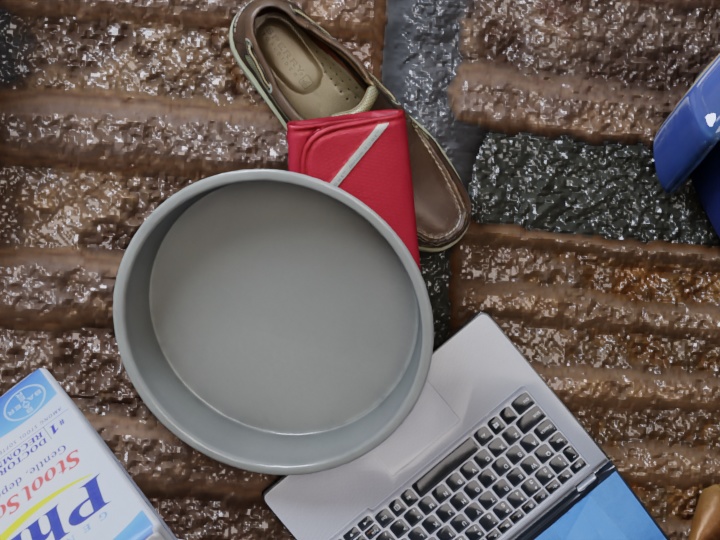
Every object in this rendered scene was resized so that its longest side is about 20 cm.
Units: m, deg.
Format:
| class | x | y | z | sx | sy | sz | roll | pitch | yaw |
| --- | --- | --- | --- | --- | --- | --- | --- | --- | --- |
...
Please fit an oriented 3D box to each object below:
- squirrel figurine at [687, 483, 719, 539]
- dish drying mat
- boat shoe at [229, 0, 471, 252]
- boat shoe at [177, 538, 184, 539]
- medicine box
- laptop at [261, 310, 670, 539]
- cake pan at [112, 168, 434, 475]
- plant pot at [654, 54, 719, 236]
| class | x | y | z | sx | sy | sz | roll | pitch | yaw |
| --- | --- | --- | --- | --- | --- | --- | --- | --- | --- |
| squirrel figurine | 0.266 | 0.241 | 1.379 | 0.141 | 0.186 | 0.200 | -25 | 105 | -41 |
| dish drying mat | 0.000 | 0.000 | 1.417 | 0.077 | 0.018 | 0.200 | -9 | 110 | -8 |
| boat shoe | -0.007 | -0.090 | 1.429 | 0.202 | 0.075 | 0.075 | 44 | 83 | -3 |
| boat shoe | -0.171 | 0.241 | 1.386 | 0.202 | 0.086 | 0.075 | -38 | 92 | -7 |
| medicine box | -0.200 | 0.184 | 1.321 | 0.182 | 0.200 | 0.103 | -37 | 126 | -8 |
| laptop | 0.068 | 0.163 | 1.388 | 0.187 | 0.116 | 0.200 | -40 | 92 | 4 |
| cake pan | -0.051 | 0.028 | 1.397 | 0.200 | 0.037 | 0.201 | 3 | 111 | 9 |
| plant pot | 0.299 | -0.086 | 1.403 | 0.180 | 0.200 | 0.200 | 41 | 83 | 4 |
